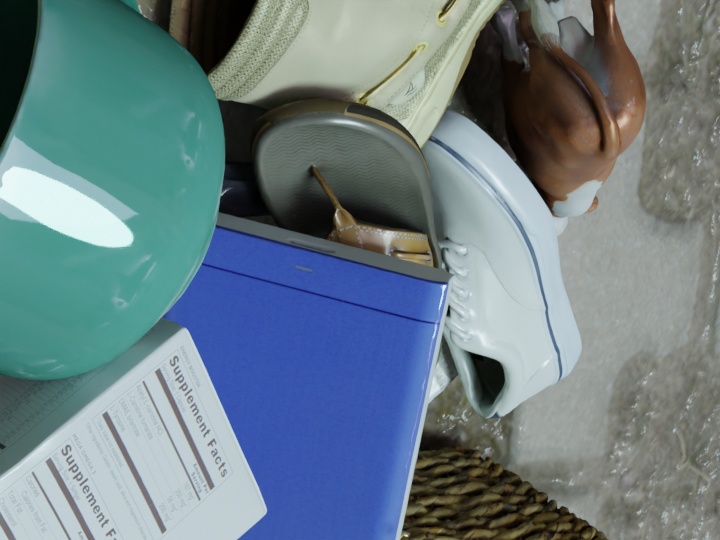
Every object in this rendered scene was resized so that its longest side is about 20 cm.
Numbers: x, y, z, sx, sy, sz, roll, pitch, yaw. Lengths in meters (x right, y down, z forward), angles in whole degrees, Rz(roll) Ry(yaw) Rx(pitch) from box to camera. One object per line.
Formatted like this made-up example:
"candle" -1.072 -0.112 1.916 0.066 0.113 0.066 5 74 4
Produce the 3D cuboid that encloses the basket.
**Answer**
"basket" 0.036 0.192 1.042 0.200 0.142 0.150 6 113 -59

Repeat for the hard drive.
"hard drive" -0.040 0.082 0.915 0.025 0.131 0.201 -47 149 -70

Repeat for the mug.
"mug" -0.118 -0.049 0.768 0.114 0.152 0.186 28 87 -36

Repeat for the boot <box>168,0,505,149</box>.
"boot" 0.000 -0.157 0.905 0.155 0.073 0.201 16 103 -47

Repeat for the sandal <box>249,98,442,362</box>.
"sandal" 0.000 0.000 0.940 0.081 0.055 0.201 -11 132 0

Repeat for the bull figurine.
"bull figurine" 0.101 -0.087 1.000 0.065 0.200 0.122 -14 84 -10

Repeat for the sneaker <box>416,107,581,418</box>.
"sneaker" 0.063 0.004 1.017 0.071 0.073 0.201 -45 133 -20

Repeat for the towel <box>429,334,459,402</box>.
"towel" 0.005 0.035 1.042 0.200 0.031 0.150 -44 136 -19

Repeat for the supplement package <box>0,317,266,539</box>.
"supplement package" -0.157 0.106 0.814 0.200 0.113 0.110 -39 129 -25

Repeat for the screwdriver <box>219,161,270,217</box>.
"screwdriver" -0.106 -0.038 0.900 0.199 0.029 0.028 0 111 -40
